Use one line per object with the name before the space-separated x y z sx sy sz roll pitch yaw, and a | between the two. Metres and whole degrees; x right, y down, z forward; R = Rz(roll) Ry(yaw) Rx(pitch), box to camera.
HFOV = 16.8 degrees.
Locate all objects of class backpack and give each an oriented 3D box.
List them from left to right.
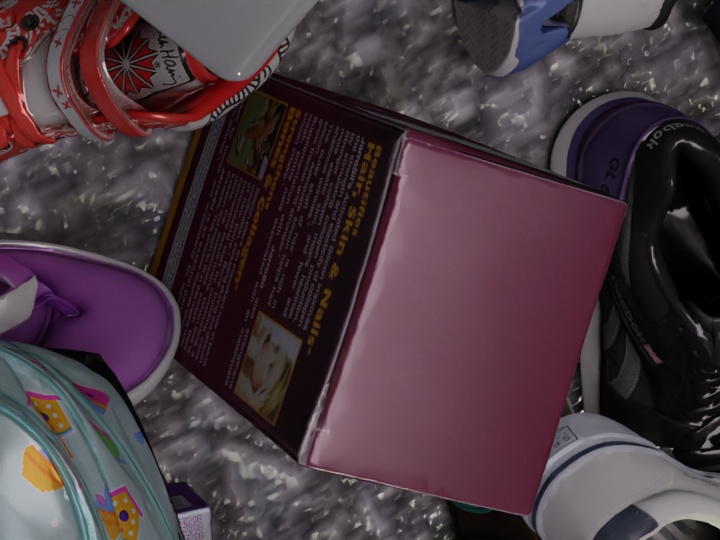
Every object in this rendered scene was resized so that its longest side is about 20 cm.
backpack | -0.115 0.119 0.767 0.166 0.127 0.201 -11 90 3

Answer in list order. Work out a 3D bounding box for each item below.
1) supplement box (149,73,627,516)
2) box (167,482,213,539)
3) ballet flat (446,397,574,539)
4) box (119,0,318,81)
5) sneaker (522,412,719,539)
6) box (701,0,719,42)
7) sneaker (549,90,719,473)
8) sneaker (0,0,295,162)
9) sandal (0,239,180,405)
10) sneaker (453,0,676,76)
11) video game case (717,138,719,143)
supplement box | 0.000 0.000 0.848 0.085 0.200 0.111 16 96 -23
box | -0.150 0.166 0.917 0.199 0.039 0.137 -9 104 -18
ballet flat | 0.065 0.090 0.974 0.072 0.068 0.201 -32 108 -31
box | -0.041 -0.214 0.748 0.199 0.171 0.200 37 121 -11
sneaker | 0.138 0.118 0.945 0.200 0.071 0.073 21 115 -41
box | 0.253 -0.051 0.907 0.104 0.200 0.182 -42 111 -7
sneaker | 0.130 0.032 0.963 0.076 0.088 0.201 -23 109 -14
sneaker | -0.118 -0.068 0.840 0.201 0.108 0.067 -23 109 -14
sandal | -0.162 0.015 0.840 0.202 0.050 0.083 4 59 -9
sneaker | 0.098 -0.176 0.919 0.115 0.081 0.200 -5 110 -23
video game case | 0.259 -0.027 1.034 0.200 0.022 0.183 -35 111 -11
